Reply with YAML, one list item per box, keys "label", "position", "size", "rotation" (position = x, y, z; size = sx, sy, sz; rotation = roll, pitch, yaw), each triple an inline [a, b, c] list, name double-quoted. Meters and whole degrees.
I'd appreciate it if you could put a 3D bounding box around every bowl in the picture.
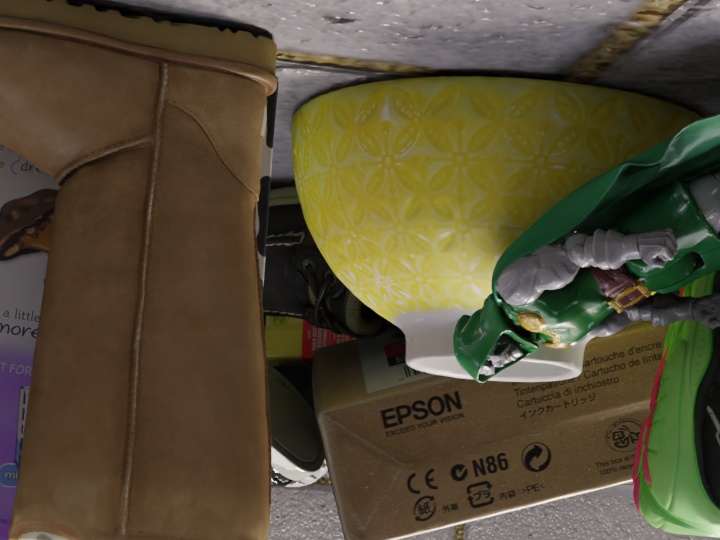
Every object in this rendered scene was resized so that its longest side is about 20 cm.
- label: "bowl"
  position: [0.062, -0.009, 0.887]
  size: [0.198, 0.109, 0.200]
  rotation: [4, 170, 1]

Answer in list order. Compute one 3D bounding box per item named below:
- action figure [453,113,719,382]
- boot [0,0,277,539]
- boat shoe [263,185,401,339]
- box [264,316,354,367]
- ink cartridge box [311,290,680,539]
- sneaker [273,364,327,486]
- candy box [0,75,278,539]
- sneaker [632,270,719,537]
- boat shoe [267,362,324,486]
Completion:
- label: "action figure"
  position: [0.122, -0.011, 0.781]
  size: [0.199, 0.055, 0.118]
  rotation: [-30, 143, 19]
- label: "boot"
  position: [-0.113, 0.003, 0.745]
  size: [0.173, 0.202, 0.066]
  rotation: [5, 170, -9]
- label: "boat shoe"
  position: [0.001, 0.001, 1.019]
  size: [0.199, 0.066, 0.072]
  rotation: [-3, 133, 13]
- label: "box"
  position: [-0.006, 0.022, 1.186]
  size: [0.198, 0.076, 0.050]
  rotation: [3, 170, 10]
- label: "ink cartridge box"
  position: [0.077, 0.065, 1.011]
  size: [0.198, 0.076, 0.165]
  rotation: [-14, -171, -1]
- label: "sneaker"
  position: [-0.046, 0.090, 1.200]
  size: [0.090, 0.067, 0.200]
  rotation: [11, 165, -26]
- label: "candy box"
  position: [-0.125, 0.015, 0.820]
  size: [0.166, 0.202, 0.072]
  rotation: [5, 171, -7]
- label: "sneaker"
  position: [0.173, 0.033, 0.840]
  size: [0.083, 0.201, 0.077]
  rotation: [18, 147, 6]
- label: "boat shoe"
  position: [-0.105, 0.048, 1.031]
  size: [0.066, 0.075, 0.199]
  rotation: [-32, 121, 29]
